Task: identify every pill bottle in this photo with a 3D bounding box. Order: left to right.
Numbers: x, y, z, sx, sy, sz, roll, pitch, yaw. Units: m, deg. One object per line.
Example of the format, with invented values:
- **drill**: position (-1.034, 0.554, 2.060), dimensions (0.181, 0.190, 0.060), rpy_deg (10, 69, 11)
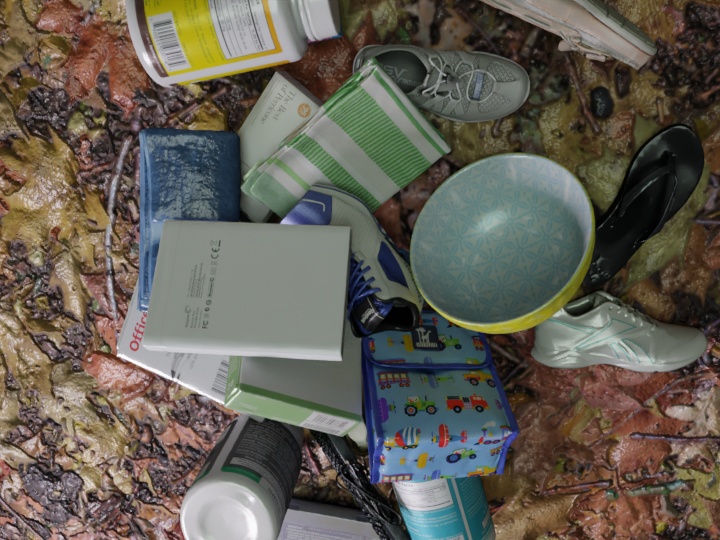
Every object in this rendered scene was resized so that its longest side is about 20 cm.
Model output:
- **pill bottle**: position (-0.122, -0.256, 0.673), dimensions (0.194, 0.109, 0.112), rpy_deg (-9, 105, 8)
- **pill bottle**: position (-0.130, 0.242, 0.807), dimensions (0.110, 0.200, 0.116), rpy_deg (2, 106, 6)
- **pill bottle**: position (0.093, 0.256, 0.832), dimensions (0.108, 0.111, 0.205), rpy_deg (-14, 103, 10)

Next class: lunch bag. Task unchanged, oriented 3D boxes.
- **lunch bag**: position (0.076, 0.122, 0.765), dimensions (0.146, 0.203, 0.096), rpy_deg (-2, 137, -6)

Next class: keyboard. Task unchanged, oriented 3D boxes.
- **keyboard**: position (-0.013, 0.267, 0.838), dimensions (0.039, 0.104, 0.202), rpy_deg (-34, 87, -29)

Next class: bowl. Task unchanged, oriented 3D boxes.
- **bowl**: position (0.162, -0.013, 0.739), dimensions (0.197, 0.204, 0.108), rpy_deg (-28, 143, 14)

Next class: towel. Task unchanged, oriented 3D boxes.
- **towel**: position (-0.187, -0.054, 0.740), dimensions (0.108, 0.049, 0.206), rpy_deg (2, 93, -1)
- **towel**: position (-0.015, -0.115, 0.740), dimensions (0.199, 0.024, 0.152), rpy_deg (-38, 131, 20)

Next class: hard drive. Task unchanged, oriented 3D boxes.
- **hard drive**: position (-0.109, 0.017, 0.675), dimensions (0.194, 0.027, 0.136), rpy_deg (2, 69, 6)

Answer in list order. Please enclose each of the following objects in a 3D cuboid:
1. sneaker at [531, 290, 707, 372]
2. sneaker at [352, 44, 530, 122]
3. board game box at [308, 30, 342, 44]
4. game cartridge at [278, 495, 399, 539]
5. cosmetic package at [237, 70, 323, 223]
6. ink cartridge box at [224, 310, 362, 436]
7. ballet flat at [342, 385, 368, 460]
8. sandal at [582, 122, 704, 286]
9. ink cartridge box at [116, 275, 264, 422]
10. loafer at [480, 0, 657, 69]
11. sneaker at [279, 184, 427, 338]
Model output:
- **sneaker**: position (0.298, 0.069, 0.778), dimensions (0.194, 0.071, 0.083), rpy_deg (0, 103, 7)
- **sneaker**: position (0.084, -0.198, 0.722), dimensions (0.194, 0.082, 0.077), rpy_deg (6, 106, 5)
- **board game box**: position (-0.129, -0.312, 0.737), dimensions (0.194, 0.040, 0.157), rpy_deg (-9, 104, 9)
- **game cartridge**: position (-0.049, 0.379, 0.924), dimensions (0.194, 0.038, 0.133), rpy_deg (9, 102, 4)
- **cosmetic package**: position (-0.115, -0.121, 0.783), dimensions (0.082, 0.051, 0.202), rpy_deg (35, 106, -5)
- **ink cartridge box**: position (-0.066, 0.064, 0.742), dimensions (0.143, 0.204, 0.048), rpy_deg (20, 140, -26)
- **ballet flat**: position (-0.014, 0.142, 0.835), dimensions (0.066, 0.067, 0.205), rpy_deg (-17, 103, 10)
- **sandal**: position (0.312, -0.065, 0.752), dimensions (0.075, 0.043, 0.203), rpy_deg (30, 107, -3)
- **ink cartridge box**: position (-0.174, 0.067, 0.823), dimensions (0.196, 0.084, 0.148), rpy_deg (24, 105, -1)
- **loafer**: position (0.210, -0.264, 0.704), dimensions (0.198, 0.072, 0.063), rpy_deg (36, 123, 3)
- **sneaker**: position (0.001, 0.001, 0.729), dimensions (0.198, 0.116, 0.081), rpy_deg (36, 121, -14)
